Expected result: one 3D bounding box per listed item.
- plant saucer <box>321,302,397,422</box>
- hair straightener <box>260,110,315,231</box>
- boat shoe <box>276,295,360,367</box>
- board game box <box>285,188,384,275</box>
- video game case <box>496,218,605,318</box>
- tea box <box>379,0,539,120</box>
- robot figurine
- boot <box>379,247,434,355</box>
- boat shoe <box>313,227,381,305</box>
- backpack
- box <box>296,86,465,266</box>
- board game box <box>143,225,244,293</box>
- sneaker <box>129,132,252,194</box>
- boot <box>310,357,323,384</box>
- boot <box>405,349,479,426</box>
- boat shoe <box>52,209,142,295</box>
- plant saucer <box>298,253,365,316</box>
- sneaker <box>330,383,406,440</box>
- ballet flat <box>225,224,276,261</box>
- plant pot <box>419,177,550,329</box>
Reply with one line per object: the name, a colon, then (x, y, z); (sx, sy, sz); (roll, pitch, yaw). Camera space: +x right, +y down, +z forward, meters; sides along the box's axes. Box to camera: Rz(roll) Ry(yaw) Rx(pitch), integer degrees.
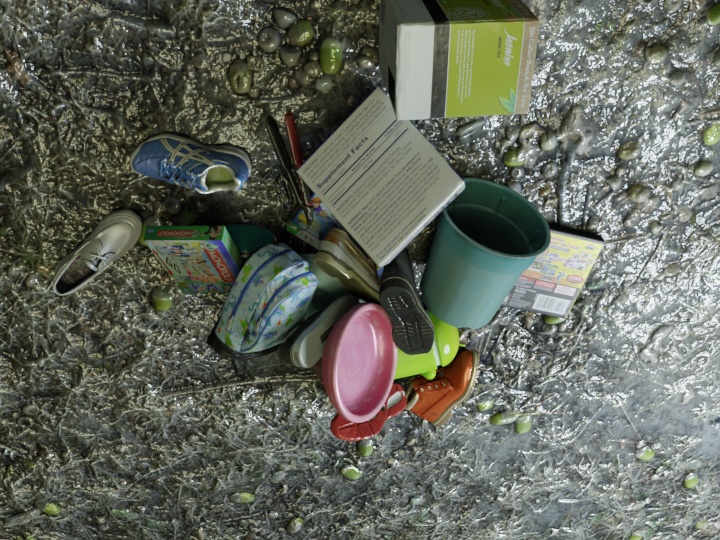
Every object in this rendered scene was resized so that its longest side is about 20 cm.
plant saucer: (-0.005, 0.156, 1.296); (0.050, 0.202, 0.203); (5, 132, 33)
hair straightener: (-0.124, -0.157, 1.239); (0.075, 0.041, 0.204); (-7, 117, 15)
boat shoe: (-0.070, 0.098, 1.294); (0.062, 0.199, 0.072); (2, 113, 35)
board game box: (-0.016, -0.079, 1.321); (0.198, 0.035, 0.136); (31, 115, -24)
video game case: (0.336, -0.004, 1.417); (0.195, 0.026, 0.184); (11, 122, -12)
tea box: (0.132, -0.320, 1.077); (0.191, 0.202, 0.136); (-3, 124, -5)
robot figurine: (0.099, 0.138, 1.429); (0.195, 0.117, 0.178); (-14, 123, 3)
boot: (0.083, 0.041, 1.324); (0.075, 0.141, 0.202); (-9, 137, 9)
boat shoe: (0.000, 0.000, 1.304); (0.074, 0.070, 0.200); (9, 158, 40)
backpack: (-0.156, 0.050, 1.271); (0.161, 0.152, 0.204); (-12, 124, -50)
box: (0.034, -0.142, 1.174); (0.184, 0.105, 0.201); (-43, 86, 8)
board game box: (-0.267, -0.015, 1.269); (0.131, 0.030, 0.201); (1, 154, 8)
sneaker: (-0.274, -0.169, 1.207); (0.194, 0.078, 0.077); (2, 126, -6)
boot: (-0.037, 0.183, 1.419); (0.198, 0.166, 0.074); (32, 73, -18)
boot: (0.164, 0.230, 1.527); (0.105, 0.076, 0.202); (23, 119, -15)
boat shoe: (-0.455, -0.027, 1.286); (0.197, 0.069, 0.072); (-30, 122, 14)
plant saucer: (-0.085, 0.058, 1.381); (0.195, 0.039, 0.204); (2, 132, 2)
sneaker: (-0.004, 0.294, 1.495); (0.197, 0.080, 0.115); (-14, 169, -43)
ballet flat: (-0.243, -0.041, 1.311); (0.194, 0.070, 0.071); (1, 124, -2)
plant pot: (0.198, -0.019, 1.301); (0.195, 0.203, 0.199); (10, 130, -13)
